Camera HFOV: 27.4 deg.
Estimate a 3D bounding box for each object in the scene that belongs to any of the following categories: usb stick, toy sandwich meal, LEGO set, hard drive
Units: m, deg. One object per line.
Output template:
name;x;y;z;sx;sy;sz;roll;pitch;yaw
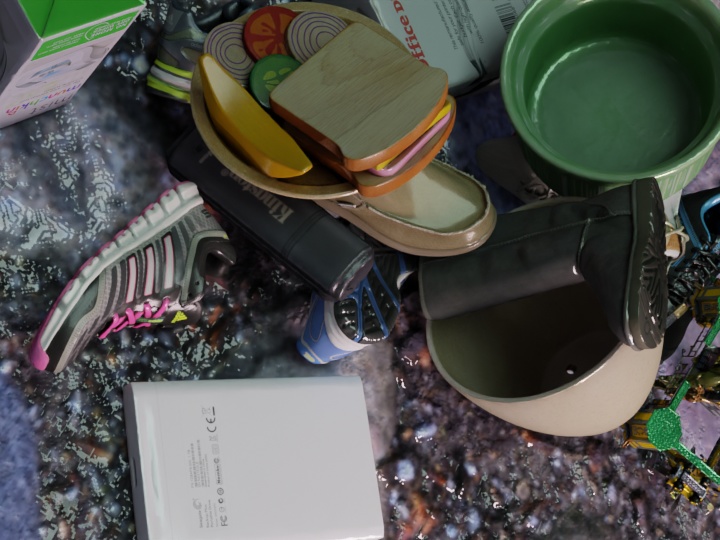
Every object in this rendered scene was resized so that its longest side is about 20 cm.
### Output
usb stick;-0.072;-0.048;1.152;0.200;0.033;0.056;38;84;24
toy sandwich meal;-0.032;-0.138;1.116;0.204;0.070;0.206;3;60;-5
LEGO set;0.300;0.112;1.336;0.153;0.116;0.201;31;75;-20
hard drive;-0.081;0.150;1.140;0.199;0.027;0.133;1;72;-30

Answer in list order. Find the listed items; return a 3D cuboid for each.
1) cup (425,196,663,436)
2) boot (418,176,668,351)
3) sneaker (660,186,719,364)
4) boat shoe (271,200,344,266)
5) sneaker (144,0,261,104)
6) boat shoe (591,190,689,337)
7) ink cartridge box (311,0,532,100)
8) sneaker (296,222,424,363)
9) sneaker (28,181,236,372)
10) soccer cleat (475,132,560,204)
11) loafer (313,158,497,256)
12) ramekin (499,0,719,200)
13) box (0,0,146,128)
cup;0.175;0.059;1.247;0.143;0.199;0.201;49;49;-43
boot;0.138;0.007;1.159;0.182;0.199;0.073;-74;148;-49
sneaker;0.302;-0.002;1.394;0.073;0.082;0.201;35;59;-18
boat shoe;-0.020;-0.082;1.241;0.066;0.070;0.200;44;62;5
sneaker;-0.078;-0.180;1.214;0.199;0.074;0.081;-7;116;-34
boat shoe;0.260;-0.030;1.325;0.074;0.068;0.201;6;106;-43
ink cartridge box;0.071;-0.228;1.333;0.199;0.083;0.147;-21;84;-36
sneaker;0.000;0.000;1.217;0.076;0.077;0.200;45;39;-11
sneaker;-0.163;0.017;1.108;0.087;0.074;0.200;44;51;-3
soccer cleat;0.190;-0.064;1.359;0.199;0.069;0.078;22;66;-26
loafer;0.014;-0.072;1.165;0.199;0.068;0.076;18;63;1
ramekin;0.220;-0.149;1.264;0.199;0.098;0.201;-2;70;7
box;-0.265;-0.229;1.073;0.096;0.176;0.201;-27;88;-35
